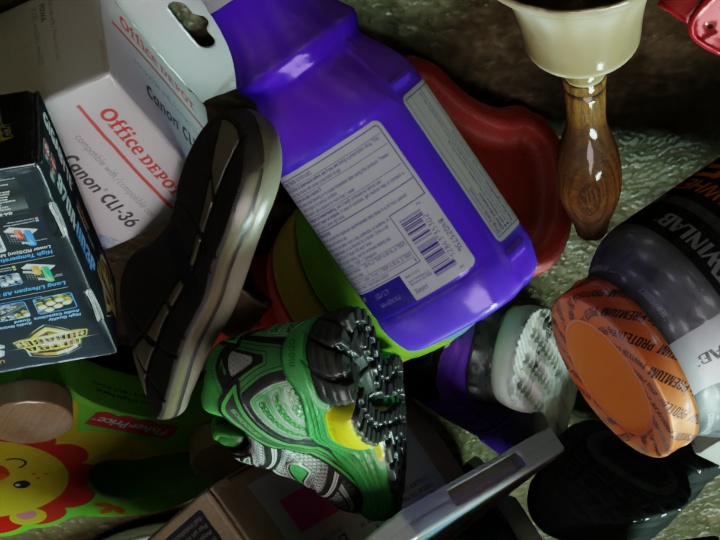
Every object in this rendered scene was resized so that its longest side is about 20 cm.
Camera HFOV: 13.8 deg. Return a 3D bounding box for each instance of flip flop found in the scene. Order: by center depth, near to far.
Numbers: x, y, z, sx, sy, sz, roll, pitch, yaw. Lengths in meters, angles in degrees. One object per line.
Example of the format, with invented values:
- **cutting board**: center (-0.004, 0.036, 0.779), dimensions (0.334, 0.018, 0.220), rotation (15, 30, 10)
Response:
- **flip flop**: center (-0.067, 0.000, 1.408), dimensions (0.057, 0.081, 0.200), rotation (-2, 140, -27)

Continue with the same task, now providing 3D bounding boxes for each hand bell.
- **hand bell**: center (0.106, -0.085, 1.409), dimensions (0.104, 0.104, 0.200), rotation (-10, 137, -2)

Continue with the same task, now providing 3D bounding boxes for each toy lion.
- **toy lion**: center (-0.174, 0.098, 1.632), dimensions (0.200, 0.069, 0.192), rotation (13, 144, -30)

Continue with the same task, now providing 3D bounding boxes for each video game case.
- **video game case**: center (0.016, 0.147, 1.531), dimensions (0.143, 0.017, 0.200), rotation (-41, 171, 25)

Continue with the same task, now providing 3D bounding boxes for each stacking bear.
- **stacking bear**: center (0.000, 0.000, 1.512), dimensions (0.121, 0.114, 0.200), rotation (22, 136, -37)

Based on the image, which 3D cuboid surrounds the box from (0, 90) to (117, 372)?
- **box**: center (-0.225, -0.005, 1.374), dimensions (0.199, 0.046, 0.159), rotation (-10, 145, 5)

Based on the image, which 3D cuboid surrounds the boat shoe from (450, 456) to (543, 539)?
- **boat shoe**: center (0.066, 0.159, 1.683), dimensions (0.062, 0.200, 0.075), rotation (-29, 105, -5)

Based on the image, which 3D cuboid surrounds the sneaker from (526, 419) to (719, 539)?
- **sneaker**: center (0.146, 0.130, 1.674), dimensions (0.091, 0.076, 0.200), rotation (-54, 159, 25)

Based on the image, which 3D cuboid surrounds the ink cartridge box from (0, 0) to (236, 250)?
- **ink cartridge box**: center (-0.146, -0.064, 1.412), dimensions (0.200, 0.068, 0.117), rotation (-24, 142, 15)

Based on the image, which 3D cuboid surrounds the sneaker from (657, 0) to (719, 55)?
- **sneaker**: center (0.185, -0.160, 1.354), dimensions (0.115, 0.078, 0.200), rotation (-34, 140, 0)

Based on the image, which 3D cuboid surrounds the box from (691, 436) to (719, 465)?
- **box**: center (0.281, 0.060, 1.664), dimensions (0.128, 0.109, 0.200), rotation (-37, 137, 30)

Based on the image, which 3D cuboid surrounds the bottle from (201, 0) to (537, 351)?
- **bottle**: center (-0.002, -0.061, 1.376), dimensions (0.083, 0.065, 0.200), rotation (-30, 98, 39)

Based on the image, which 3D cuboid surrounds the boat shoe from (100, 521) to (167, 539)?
- **boat shoe**: center (-0.160, 0.212, 1.769), dimensions (0.200, 0.069, 0.071), rotation (-24, 140, 15)

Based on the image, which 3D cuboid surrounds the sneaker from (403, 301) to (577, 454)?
- **sneaker**: center (0.063, 0.055, 1.637), dimensions (0.099, 0.070, 0.200), rotation (11, 163, 16)

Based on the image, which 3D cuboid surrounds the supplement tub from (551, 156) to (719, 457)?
- **supplement tub**: center (0.202, 0.002, 1.496), dimensions (0.200, 0.123, 0.123), rotation (-34, 148, -19)

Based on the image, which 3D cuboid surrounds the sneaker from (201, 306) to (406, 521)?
- **sneaker**: center (-0.024, 0.068, 1.441), dimensions (0.085, 0.078, 0.200), rotation (-3, 156, 12)

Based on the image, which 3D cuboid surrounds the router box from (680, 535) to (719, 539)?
- **router box**: center (0.081, 0.204, 1.567), dimensions (0.199, 0.052, 0.157), rotation (-5, 153, -23)

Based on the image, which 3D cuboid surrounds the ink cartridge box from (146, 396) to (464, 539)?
- **ink cartridge box**: center (-0.057, 0.158, 1.605), dimensions (0.165, 0.075, 0.200), rotation (-41, 170, 34)
